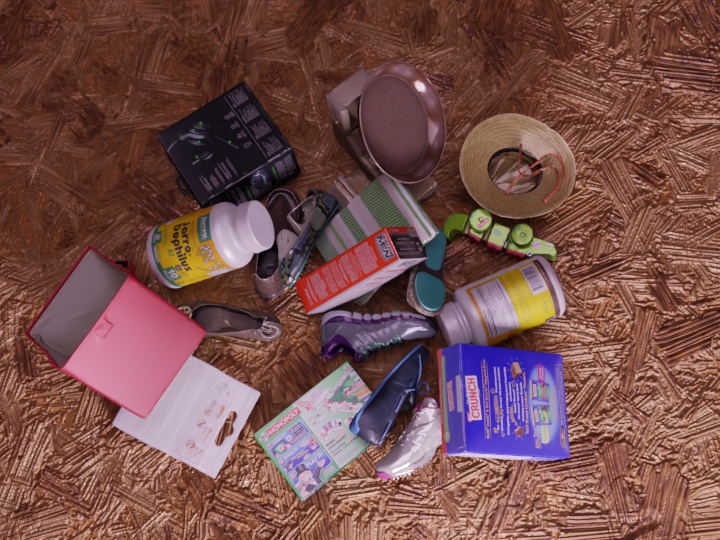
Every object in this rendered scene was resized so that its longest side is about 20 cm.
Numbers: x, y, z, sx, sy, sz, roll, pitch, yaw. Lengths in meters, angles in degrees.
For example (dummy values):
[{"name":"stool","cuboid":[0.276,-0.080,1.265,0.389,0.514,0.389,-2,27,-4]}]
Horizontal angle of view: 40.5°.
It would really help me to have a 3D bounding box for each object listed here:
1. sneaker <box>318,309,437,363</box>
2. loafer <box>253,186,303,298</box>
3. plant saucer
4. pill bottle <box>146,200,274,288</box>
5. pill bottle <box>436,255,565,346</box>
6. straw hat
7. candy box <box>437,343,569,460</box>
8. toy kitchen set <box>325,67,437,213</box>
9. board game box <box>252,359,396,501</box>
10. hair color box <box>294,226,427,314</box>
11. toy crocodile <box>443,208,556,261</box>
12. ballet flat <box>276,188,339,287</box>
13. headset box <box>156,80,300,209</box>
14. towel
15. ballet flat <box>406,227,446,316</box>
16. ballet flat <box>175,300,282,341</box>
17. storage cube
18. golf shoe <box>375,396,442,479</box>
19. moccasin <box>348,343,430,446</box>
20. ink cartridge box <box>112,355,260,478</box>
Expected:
[{"name":"sneaker","cuboid":[0.029,0.118,1.619,0.198,0.075,0.088,0,62,14]},{"name":"loafer","cuboid":[-0.142,-0.055,1.686,0.072,0.071,0.202,4,73,5]},{"name":"plant saucer","cuboid":[0.063,-0.242,1.610,0.034,0.200,0.202,-6,65,47]},{"name":"pill bottle","cuboid":[-0.248,-0.048,1.634,0.199,0.113,0.114,-16,71,23]},{"name":"pill bottle","cuboid":[0.228,0.060,1.609,0.199,0.109,0.110,-23,73,-4]},{"name":"straw hat","cuboid":[0.264,-0.165,1.691,0.199,0.085,0.203,0,76,-2]},{"name":"candy box","cuboid":[0.224,0.210,1.538,0.199,0.077,0.171,9,70,-26]},{"name":"toy kitchen set","cuboid":[0.007,-0.188,1.663,0.163,0.181,0.200,-38,75,-8]},{"name":"board game box","cuboid":[-0.058,0.262,1.604,0.199,0.029,0.135,-37,74,-8]},{"name":"hair color box","cuboid":[0.000,0.000,1.596,0.199,0.101,0.062,-30,77,28]},{"name":"toy crocodile","cuboid":[0.239,-0.054,1.667,0.199,0.068,0.062,20,80,12]},{"name":"ballet flat","cuboid":[-0.105,-0.061,1.651,0.074,0.075,0.201,20,53,9]},{"name":"headset box","cuboid":[-0.236,-0.201,1.717,0.199,0.093,0.175,-34,67,-8]},{"name":"towel","cuboid":[0.024,-0.057,1.651,0.200,0.023,0.153,-43,71,26]},{"name":"ballet flat","cuboid":[0.107,0.015,1.629,0.067,0.075,0.201,25,44,-16]},{"name":"ballet flat","cuboid":[-0.231,0.086,1.660,0.198,0.046,0.068,8,73,6]},{"name":"storage cube","cuboid":[-0.387,0.097,1.558,0.171,0.180,0.201,25,77,49]},{"name":"golf shoe","cuboid":[0.098,0.255,1.563,0.199,0.075,0.092,-32,101,-13]},{"name":"moccasin","cuboid":[0.058,0.205,1.580,0.068,0.081,0.200,39,60,5]},{"name":"ink cartridge box","cuboid":[-0.286,0.230,1.620,0.199,0.047,0.161,26,75,9]}]
